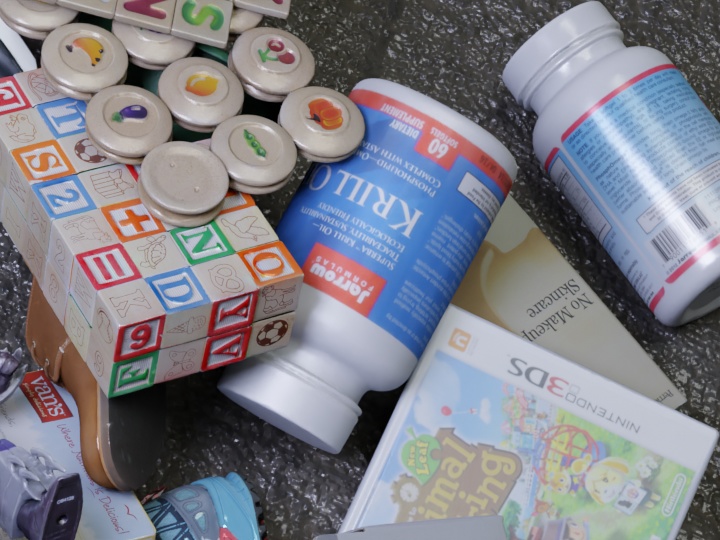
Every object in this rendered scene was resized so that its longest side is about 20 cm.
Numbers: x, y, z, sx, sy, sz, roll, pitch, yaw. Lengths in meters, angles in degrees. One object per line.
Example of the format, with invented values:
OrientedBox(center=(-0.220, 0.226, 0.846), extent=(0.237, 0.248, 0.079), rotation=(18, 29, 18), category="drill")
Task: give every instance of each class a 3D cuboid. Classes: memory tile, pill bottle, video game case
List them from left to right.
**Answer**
OrientedBox(center=(-0.103, -0.119, 1.575), extent=(0.153, 0.017, 0.200), rotation=(-24, 64, -31), category="memory tile")
OrientedBox(center=(0.000, 0.000, 1.615), extent=(0.112, 0.112, 0.201), rotation=(28, 81, -3), category="pill bottle")
OrientedBox(center=(0.089, 0.146, 1.620), extent=(0.181, 0.022, 0.201), rotation=(25, 79, 2), category="video game case")
OrientedBox(center=(0.182, -0.071, 1.795), extent=(0.108, 0.109, 0.201), rotation=(-27, 73, -32), category="pill bottle")

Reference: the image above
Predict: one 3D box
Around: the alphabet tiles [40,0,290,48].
OrientedBox(center=(-0.132, -0.209, 1.613), extent=(0.198, 0.006, 0.167), rotation=(14, 53, -9), category="alphabet tiles")

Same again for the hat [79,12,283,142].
OrientedBox(center=(-0.136, -0.048, 1.667), extent=(0.199, 0.165, 0.177), rotation=(20, 82, 34), category="hat")

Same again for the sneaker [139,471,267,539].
OrientedBox(center=(-0.088, 0.214, 1.548), extent=(0.095, 0.080, 0.201), rotation=(-9, 59, -7), category="sneaker")

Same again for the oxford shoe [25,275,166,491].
OrientedBox(center=(-0.154, 0.050, 1.576), extent=(0.071, 0.071, 0.201), rotation=(-20, 45, 11), category="oxford shoe")

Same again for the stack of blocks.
OrientedBox(center=(-0.130, -0.032, 1.555), extent=(0.114, 0.059, 0.200), rotation=(-16, 52, -27), category="stack of blocks")

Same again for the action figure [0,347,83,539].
OrientedBox(center=(-0.226, 0.087, 1.491), extent=(0.130, 0.070, 0.200), rotation=(-24, 46, -25), category="action figure")

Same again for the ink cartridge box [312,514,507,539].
OrientedBox(center=(0.021, 0.241, 1.490), extent=(0.175, 0.084, 0.202), rotation=(3, 69, -52), category="ink cartridge box")

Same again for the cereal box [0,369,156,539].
OrientedBox(center=(-0.229, 0.129, 1.525), extent=(0.199, 0.040, 0.144), rotation=(-10, 44, -27), category="cereal box")

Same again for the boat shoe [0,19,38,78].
OrientedBox(center=(-0.200, -0.074, 1.669), extent=(0.066, 0.075, 0.200), rotation=(-33, 95, -3), category="boat shoe")

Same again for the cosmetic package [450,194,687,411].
OrientedBox(center=(0.093, 0.045, 1.711), extent=(0.105, 0.071, 0.200), rotation=(-35, 77, -33), category="cosmetic package")
